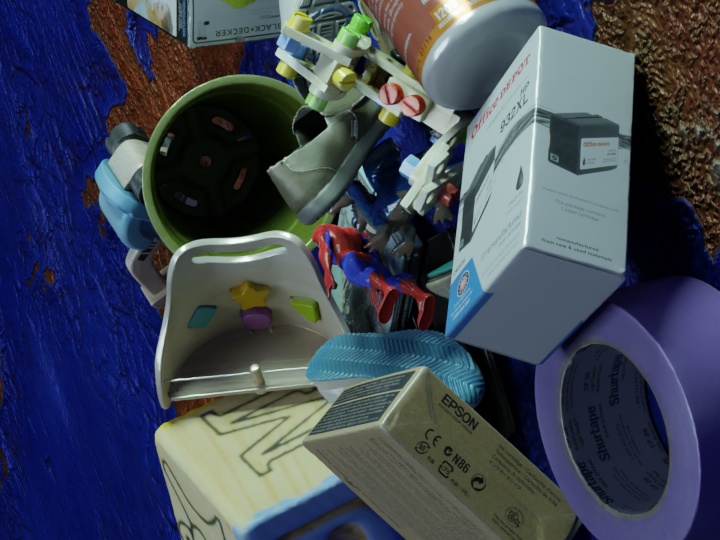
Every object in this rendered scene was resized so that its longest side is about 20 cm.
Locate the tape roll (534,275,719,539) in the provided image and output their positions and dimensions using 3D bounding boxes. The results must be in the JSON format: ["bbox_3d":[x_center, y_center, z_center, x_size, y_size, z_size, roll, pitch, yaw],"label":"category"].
[{"bbox_3d":[0.220,0.109,1.386,0.200,0.085,0.200,37,134,52],"label":"tape roll"}]

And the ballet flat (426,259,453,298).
[{"bbox_3d":[0.118,0.002,1.550,0.062,0.067,0.200,63,150,3],"label":"ballet flat"}]

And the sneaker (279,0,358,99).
[{"bbox_3d":[-0.046,-0.258,1.758,0.087,0.074,0.200,-163,70,-72],"label":"sneaker"}]

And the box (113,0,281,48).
[{"bbox_3d":[-0.166,-0.287,1.906,0.200,0.117,0.060,37,131,53],"label":"box"}]

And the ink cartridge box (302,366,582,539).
[{"bbox_3d":[0.069,0.180,1.608,0.200,0.075,0.165,43,156,-13],"label":"ink cartridge box"}]

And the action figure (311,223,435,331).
[{"bbox_3d":[0.000,0.000,1.687,0.200,0.065,0.052,47,126,57],"label":"action figure"}]

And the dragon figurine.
[{"bbox_3d":[0.037,-0.080,1.635,0.200,0.059,0.100,-47,47,40],"label":"dragon figurine"}]

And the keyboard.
[{"bbox_3d":[0.087,0.068,1.689,0.127,0.021,0.200,-28,76,61],"label":"keyboard"}]

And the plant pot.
[{"bbox_3d":[-0.138,-0.103,1.888,0.190,0.200,0.200,-151,52,-71],"label":"plant pot"}]

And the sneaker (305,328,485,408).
[{"bbox_3d":[0.043,0.105,1.694,0.200,0.077,0.081,5,143,48],"label":"sneaker"}]

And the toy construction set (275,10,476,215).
[{"bbox_3d":[0.026,-0.138,1.534,0.200,0.131,0.092,48,113,12],"label":"toy construction set"}]

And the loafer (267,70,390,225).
[{"bbox_3d":[-0.016,-0.130,1.627,0.070,0.200,0.075,39,144,-11],"label":"loafer"}]

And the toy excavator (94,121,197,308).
[{"bbox_3d":[-0.244,-0.054,2.152,0.200,0.194,0.100,-52,51,22],"label":"toy excavator"}]

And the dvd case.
[{"bbox_3d":[0.010,0.009,1.783,0.146,0.022,0.200,-120,31,-43],"label":"dvd case"}]

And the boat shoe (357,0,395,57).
[{"bbox_3d":[0.011,-0.270,1.629,0.201,0.073,0.063,63,146,11],"label":"boat shoe"}]

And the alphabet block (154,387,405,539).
[{"bbox_3d":[-0.061,0.233,1.816,0.200,0.196,0.196,39,145,50],"label":"alphabet block"}]

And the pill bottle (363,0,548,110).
[{"bbox_3d":[0.058,-0.234,1.507,0.200,0.112,0.112,58,147,31],"label":"pill bottle"}]

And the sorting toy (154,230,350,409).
[{"bbox_3d":[-0.104,0.033,1.771,0.180,0.200,0.107,82,-177,-49],"label":"sorting toy"}]

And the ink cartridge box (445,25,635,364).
[{"bbox_3d":[0.134,-0.055,1.378,0.145,0.084,0.200,125,157,-55],"label":"ink cartridge box"}]
